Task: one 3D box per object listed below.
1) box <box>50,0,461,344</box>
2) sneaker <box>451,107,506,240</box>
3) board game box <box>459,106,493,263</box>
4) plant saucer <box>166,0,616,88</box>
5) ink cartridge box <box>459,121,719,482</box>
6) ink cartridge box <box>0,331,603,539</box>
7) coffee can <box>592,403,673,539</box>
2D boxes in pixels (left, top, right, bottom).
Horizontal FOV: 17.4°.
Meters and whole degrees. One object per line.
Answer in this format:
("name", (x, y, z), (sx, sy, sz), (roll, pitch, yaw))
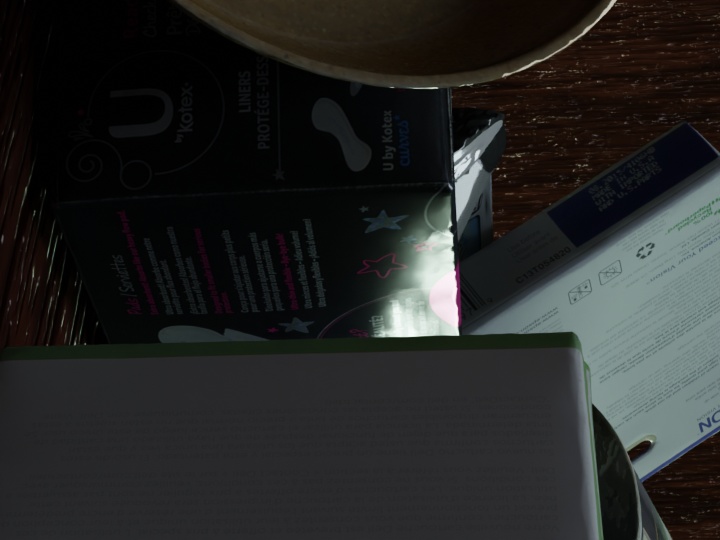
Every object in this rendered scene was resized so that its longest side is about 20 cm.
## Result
("box", (-0.028, -0.038, 0.742), (0.200, 0.114, 0.133), (84, 3, -66))
("sneaker", (0.000, 0.000, 0.967), (0.200, 0.074, 0.080), (-50, 129, -36))
("board game box", (0.000, 0.016, 1.105), (0.201, 0.125, 0.035), (84, -7, -46))
("plant saucer", (-0.012, -0.133, 0.634), (0.035, 0.199, 0.201), (138, -44, -56))
("ink cartridge box", (0.099, 0.047, 1.126), (0.041, 0.199, 0.200), (52, -10, 37))
("ink cartridge box", (-0.019, 0.084, 0.491), (0.200, 0.144, 0.048), (-87, 176, -57))
("coffee can", (0.072, 0.146, 1.034), (0.200, 0.145, 0.147), (55, 30, -59))
